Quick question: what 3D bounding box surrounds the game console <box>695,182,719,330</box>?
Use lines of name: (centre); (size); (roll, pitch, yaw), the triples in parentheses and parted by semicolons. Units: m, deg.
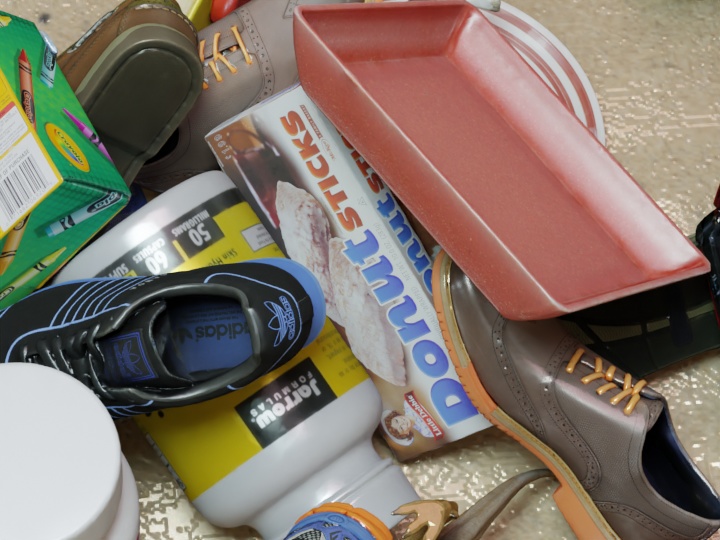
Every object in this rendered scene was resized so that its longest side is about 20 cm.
game console: (0.292, -0.017, 1.440); (0.200, 0.119, 0.172); (3, 60, -24)

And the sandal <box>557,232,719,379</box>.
sandal: (0.143, 0.020, 1.472); (0.201, 0.057, 0.080); (-8, 94, -25)

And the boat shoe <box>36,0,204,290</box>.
boat shoe: (-0.154, -0.061, 1.424); (0.200, 0.072, 0.068); (-42, 33, 18)

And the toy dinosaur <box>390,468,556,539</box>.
toy dinosaur: (0.039, 0.144, 1.373); (0.060, 0.106, 0.200); (41, 72, 7)

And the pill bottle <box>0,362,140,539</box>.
pill bottle: (-0.161, 0.130, 1.299); (0.113, 0.200, 0.113); (2, 61, -4)

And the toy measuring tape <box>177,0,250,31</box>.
toy measuring tape: (-0.110, -0.132, 1.543); (0.074, 0.074, 0.200); (26, 84, 10)

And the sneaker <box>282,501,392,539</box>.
sneaker: (-0.039, 0.209, 1.300); (0.075, 0.078, 0.200); (10, 94, 22)

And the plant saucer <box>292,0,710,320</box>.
plant saucer: (0.065, -0.052, 1.369); (0.200, 0.037, 0.200); (49, 25, 14)

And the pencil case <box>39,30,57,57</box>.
pencil case: (-0.263, -0.087, 1.479); (0.200, 0.083, 0.091); (-1, 62, -6)

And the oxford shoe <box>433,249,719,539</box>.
oxford shoe: (0.112, 0.060, 1.377); (0.200, 0.073, 0.071); (52, 42, -17)

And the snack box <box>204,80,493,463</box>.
snack box: (0.000, 0.000, 1.411); (0.200, 0.072, 0.024); (59, 37, -7)

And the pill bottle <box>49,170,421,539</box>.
pill bottle: (-0.058, 0.059, 1.384); (0.111, 0.111, 0.200); (-35, 87, -21)

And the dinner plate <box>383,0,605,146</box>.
dinner plate: (0.037, -0.074, 1.532); (0.200, 0.024, 0.200); (2, 61, -3)

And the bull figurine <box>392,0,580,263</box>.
bull figurine: (0.041, -0.067, 1.481); (0.121, 0.065, 0.200); (-14, 66, -17)

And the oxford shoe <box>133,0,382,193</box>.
oxford shoe: (-0.062, -0.101, 1.435); (0.073, 0.200, 0.071); (3, 53, -43)

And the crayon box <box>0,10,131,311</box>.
crayon box: (-0.221, -0.023, 1.368); (0.200, 0.058, 0.119); (-41, 62, 20)

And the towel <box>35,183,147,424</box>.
towel: (-0.186, 0.034, 1.453); (0.200, 0.024, 0.147); (-18, 62, -17)

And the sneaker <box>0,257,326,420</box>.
sneaker: (-0.118, 0.037, 1.299); (0.200, 0.078, 0.070); (-16, 93, 19)
